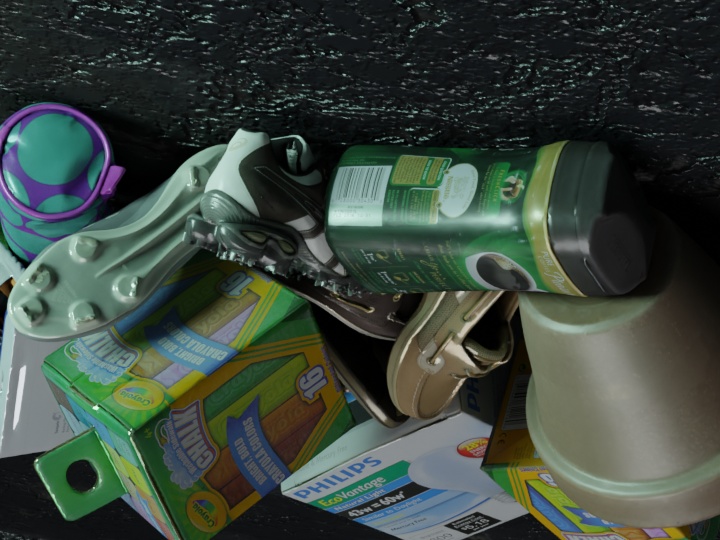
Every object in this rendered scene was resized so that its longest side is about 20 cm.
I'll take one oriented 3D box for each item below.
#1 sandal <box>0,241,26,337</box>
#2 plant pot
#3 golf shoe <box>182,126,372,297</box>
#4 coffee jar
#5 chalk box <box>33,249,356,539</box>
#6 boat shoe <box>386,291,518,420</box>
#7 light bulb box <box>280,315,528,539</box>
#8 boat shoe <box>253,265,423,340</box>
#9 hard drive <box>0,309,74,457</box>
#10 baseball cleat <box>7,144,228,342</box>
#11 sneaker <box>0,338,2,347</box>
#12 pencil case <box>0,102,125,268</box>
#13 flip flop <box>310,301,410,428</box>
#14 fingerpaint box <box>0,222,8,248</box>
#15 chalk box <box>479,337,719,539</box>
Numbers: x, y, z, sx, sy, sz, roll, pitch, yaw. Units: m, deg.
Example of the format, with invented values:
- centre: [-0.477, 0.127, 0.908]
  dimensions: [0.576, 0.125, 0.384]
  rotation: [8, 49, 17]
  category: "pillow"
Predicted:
- centre: [-0.293, 0.004, 1.412]
  dimensions: [0.207, 0.059, 0.079]
  rotation: [41, 160, 37]
  category: "sandal"
- centre: [0.190, 0.049, 1.275]
  dimensions: [0.200, 0.200, 0.175]
  rotation: [0, 143, 30]
  category: "plant pot"
- centre: [-0.036, -0.038, 1.256]
  dimensions: [0.078, 0.095, 0.200]
  rotation: [14, 177, 26]
  category: "golf shoe"
- centre: [0.084, -0.033, 1.204]
  dimensions: [0.200, 0.085, 0.104]
  rotation: [1, 153, 29]
  category: "coffee jar"
- centre: [-0.127, 0.098, 1.290]
  dimensions: [0.124, 0.200, 0.124]
  rotation: [30, 150, 44]
  category: "chalk box"
- centre: [0.073, 0.049, 1.355]
  dimensions: [0.065, 0.071, 0.200]
  rotation: [45, 142, 25]
  category: "boat shoe"
- centre: [0.065, 0.125, 1.564]
  dimensions: [0.198, 0.125, 0.200]
  rotation: [-28, 143, 33]
  category: "light bulb box"
- centre: [0.000, 0.000, 1.388]
  dimensions: [0.200, 0.072, 0.060]
  rotation: [24, 162, -22]
  category: "boat shoe"
- centre: [-0.168, 0.071, 1.386]
  dimensions: [0.200, 0.025, 0.132]
  rotation: [-7, 133, -26]
  category: "hard drive"
- centre: [-0.151, -0.010, 1.279]
  dimensions: [0.070, 0.200, 0.106]
  rotation: [56, 164, 3]
  category: "baseball cleat"
- centre: [-0.196, 0.084, 1.508]
  dimensions: [0.200, 0.070, 0.093]
  rotation: [20, 164, 1]
  category: "sneaker"
- centre: [-0.213, -0.046, 1.340]
  dimensions: [0.092, 0.085, 0.200]
  rotation: [25, 163, 2]
  category: "pencil case"
- centre: [-0.040, 0.051, 1.452]
  dimensions: [0.200, 0.081, 0.058]
  rotation: [37, 123, 4]
  category: "flip flop"
- centre: [-0.327, 0.001, 1.575]
  dimensions: [0.200, 0.073, 0.167]
  rotation: [20, 160, -26]
  category: "fingerpaint box"
- centre: [0.211, 0.149, 1.464]
  dimensions: [0.124, 0.125, 0.200]
  rotation: [-9, 140, 43]
  category: "chalk box"
